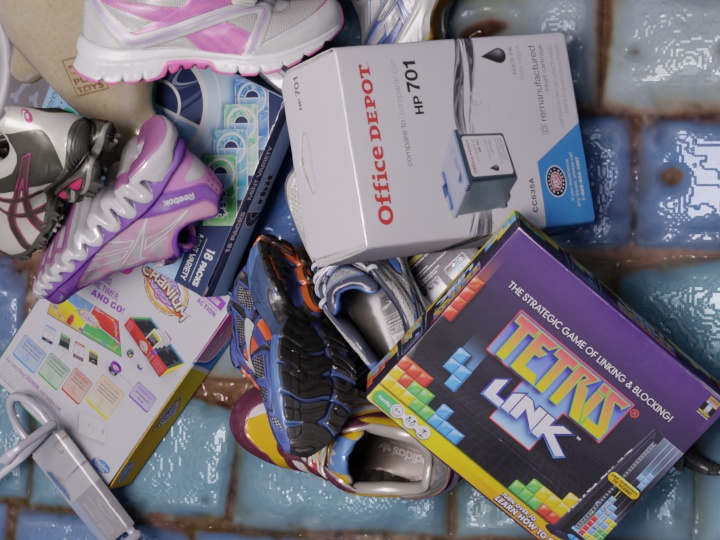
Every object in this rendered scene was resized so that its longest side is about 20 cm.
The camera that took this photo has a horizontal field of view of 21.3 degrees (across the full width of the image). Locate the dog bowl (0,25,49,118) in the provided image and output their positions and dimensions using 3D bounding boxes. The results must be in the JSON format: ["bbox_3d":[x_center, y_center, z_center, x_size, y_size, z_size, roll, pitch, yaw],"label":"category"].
[{"bbox_3d":[-0.360,-0.173,1.647,0.199,0.059,0.201,1,92,24],"label":"dog bowl"}]

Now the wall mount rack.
[{"bbox_3d":[-0.261,0.207,1.595,0.200,0.074,0.174,52,145,3],"label":"wall mount rack"}]

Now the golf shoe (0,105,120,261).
[{"bbox_3d":[-0.255,-0.074,1.461,0.200,0.088,0.078,-39,34,54],"label":"golf shoe"}]

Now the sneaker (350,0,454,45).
[{"bbox_3d":[0.033,-0.221,1.467,0.088,0.075,0.201,19,97,22],"label":"sneaker"}]

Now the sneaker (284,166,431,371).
[{"bbox_3d":[0.000,0.000,1.428,0.077,0.085,0.200,-37,76,19],"label":"sneaker"}]

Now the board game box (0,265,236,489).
[{"bbox_3d":[-0.198,0.056,1.590,0.153,0.040,0.200,41,106,18],"label":"board game box"}]

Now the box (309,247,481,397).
[{"bbox_3d":[0.025,0.043,1.490,0.200,0.049,0.161,-45,77,18],"label":"box"}]

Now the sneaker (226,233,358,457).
[{"bbox_3d":[-0.057,0.066,1.438,0.079,0.075,0.200,-51,32,30],"label":"sneaker"}]

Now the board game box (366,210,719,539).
[{"bbox_3d":[0.131,0.085,1.355,0.200,0.057,0.165,39,104,-8],"label":"board game box"}]

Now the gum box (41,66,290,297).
[{"bbox_3d":[-0.164,-0.099,1.527,0.199,0.045,0.171,27,101,21],"label":"gum box"}]

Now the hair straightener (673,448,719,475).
[{"bbox_3d":[0.197,0.084,1.400,0.200,0.041,0.077,33,107,5],"label":"hair straightener"}]

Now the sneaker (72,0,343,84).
[{"bbox_3d":[-0.110,-0.188,1.381,0.199,0.081,0.089,-7,108,-11],"label":"sneaker"}]

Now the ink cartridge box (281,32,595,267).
[{"bbox_3d":[0.058,-0.089,1.389,0.086,0.199,0.147,-15,84,59],"label":"ink cartridge box"}]

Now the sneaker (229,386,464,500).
[{"bbox_3d":[-0.018,0.125,1.436,0.199,0.090,0.075,7,96,22],"label":"sneaker"}]

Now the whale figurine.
[{"bbox_3d":[-0.195,-0.176,1.477,0.158,0.104,0.201,-13,109,23],"label":"whale figurine"}]

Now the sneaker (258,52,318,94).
[{"bbox_3d":[-0.043,-0.234,1.480,0.146,0.077,0.203,-39,58,18],"label":"sneaker"}]

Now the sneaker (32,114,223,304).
[{"bbox_3d":[-0.176,-0.028,1.471,0.088,0.081,0.200,32,128,-24],"label":"sneaker"}]
